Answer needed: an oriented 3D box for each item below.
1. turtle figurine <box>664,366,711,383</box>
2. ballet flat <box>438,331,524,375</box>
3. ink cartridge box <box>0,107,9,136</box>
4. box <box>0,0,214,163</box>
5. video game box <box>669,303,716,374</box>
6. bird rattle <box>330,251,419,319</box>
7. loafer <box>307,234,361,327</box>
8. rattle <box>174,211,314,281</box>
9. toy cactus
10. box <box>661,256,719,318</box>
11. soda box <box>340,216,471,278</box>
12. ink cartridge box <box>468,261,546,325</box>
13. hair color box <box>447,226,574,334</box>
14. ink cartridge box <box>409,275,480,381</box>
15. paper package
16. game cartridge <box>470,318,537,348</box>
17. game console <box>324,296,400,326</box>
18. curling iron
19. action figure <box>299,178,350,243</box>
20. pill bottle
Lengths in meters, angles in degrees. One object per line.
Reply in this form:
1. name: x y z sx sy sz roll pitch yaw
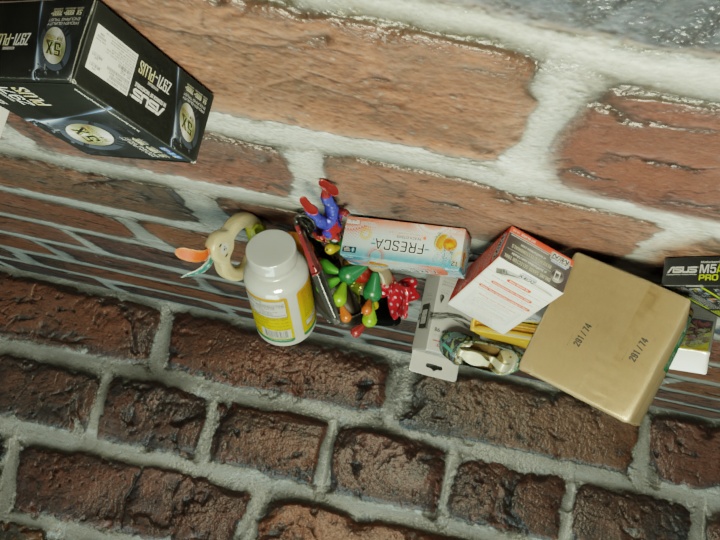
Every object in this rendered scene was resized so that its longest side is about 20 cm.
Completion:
1. turtle figurine: 0.555 0.130 1.482 0.199 0.101 0.150 27 155 5
2. ballet flat: 0.242 0.170 1.497 0.199 0.075 0.074 13 170 -22
3. ink cartridge box: -0.570 -0.197 0.965 0.199 0.148 0.145 10 169 11
4. box: -0.281 -0.192 0.823 0.163 0.087 0.200 8 168 25
5. video game box: 0.468 0.093 1.274 0.199 0.047 0.182 7 -156 27
6. bird rattle: 0.010 0.016 1.471 0.199 0.113 0.163 15 144 48
7. loafer: -0.062 0.016 1.438 0.073 0.200 0.071 -27 163 -40
8. rattle: -0.201 -0.021 1.358 0.143 0.131 0.200 34 -159 20
9. toy cactus: 0.000 0.000 1.362 0.164 0.201 0.102 -28 180 0
10. box: 0.552 0.029 1.115 0.199 0.045 0.160 21 167 -37
11. soda box: 0.073 -0.037 1.250 0.199 0.069 0.064 8 168 19
12. ink cartridge box: 0.293 0.053 1.420 0.144 0.085 0.200 4 167 42
13. hair color box: 0.227 0.020 1.210 0.110 0.064 0.200 29 154 -4
14. ink cartridge box: 0.176 0.112 1.548 0.115 0.201 0.067 16 169 -21
15. paper package: 0.366 0.102 1.167 0.190 0.201 0.103 27 -179 26
16. game cartridge: 0.318 0.126 1.478 0.175 0.033 0.200 8 173 25
17. game console: -0.038 0.055 1.650 0.199 0.177 0.116 5 149 -40
18. curling iron: -0.069 -0.004 1.302 0.049 0.201 0.026 -5 -166 43
19. action figure: -0.050 -0.078 1.200 0.052 0.065 0.200 41 173 10
20. pill bottle: -0.139 0.029 1.340 0.112 0.113 0.201 10 141 13
